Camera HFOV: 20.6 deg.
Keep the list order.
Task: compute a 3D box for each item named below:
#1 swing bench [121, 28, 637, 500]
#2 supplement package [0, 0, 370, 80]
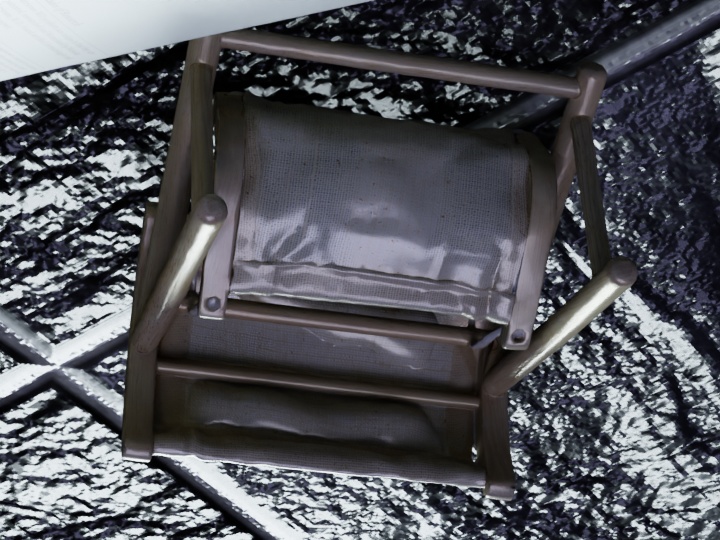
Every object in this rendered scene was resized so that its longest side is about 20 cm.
[{"bbox_3d":[0.000,0.000,0.938,0.198,0.130,0.200,7,141,-13],"label":"swing bench"},{"bbox_3d":[-0.071,-0.155,0.740,0.199,0.118,0.117,-10,172,7],"label":"supplement package"}]
